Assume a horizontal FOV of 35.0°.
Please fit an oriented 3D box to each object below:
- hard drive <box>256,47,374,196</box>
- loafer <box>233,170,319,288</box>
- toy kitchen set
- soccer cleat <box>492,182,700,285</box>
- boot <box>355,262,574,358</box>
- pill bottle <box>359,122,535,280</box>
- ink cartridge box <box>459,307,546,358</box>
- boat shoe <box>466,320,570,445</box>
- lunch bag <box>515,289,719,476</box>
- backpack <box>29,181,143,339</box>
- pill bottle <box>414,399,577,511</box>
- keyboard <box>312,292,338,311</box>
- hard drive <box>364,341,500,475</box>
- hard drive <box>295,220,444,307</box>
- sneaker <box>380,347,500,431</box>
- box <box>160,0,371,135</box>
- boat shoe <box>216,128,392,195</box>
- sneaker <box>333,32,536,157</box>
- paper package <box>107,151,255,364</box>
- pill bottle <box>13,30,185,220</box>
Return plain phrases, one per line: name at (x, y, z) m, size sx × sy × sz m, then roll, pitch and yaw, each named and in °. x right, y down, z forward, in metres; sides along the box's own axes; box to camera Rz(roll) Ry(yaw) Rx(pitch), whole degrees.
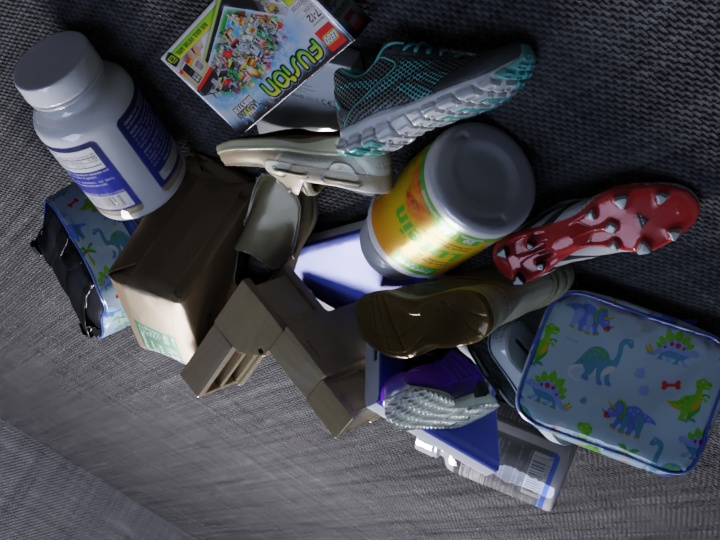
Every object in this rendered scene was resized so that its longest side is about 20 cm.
hard drive at (-0.050, -0.158, 1.146) m, size 0.132 × 0.027 × 0.200 m, roll 18°, pitch 151°, yaw 19°
loafer at (-0.101, -0.039, 1.311) m, size 0.076 × 0.067 × 0.200 m, roll 27°, pitch 135°, yaw 15°
toy kitchen set at (-0.060, 0.119, 1.333) m, size 0.200 × 0.163 × 0.180 m, roll 50°, pitch 127°, yaw 17°
soccer cleat at (0.217, -0.043, 1.064) m, size 0.200 × 0.085 × 0.069 m, roll -21°, pitch 107°, yaw 28°
boot at (0.104, 0.031, 1.178) m, size 0.200 × 0.155 × 0.072 m, roll -9°, pitch 100°, yaw 50°
pill bottle at (0.074, -0.056, 1.115) m, size 0.111 × 0.111 × 0.200 m, roll 33°, pitch 153°, yaw -11°
ink cartridge box at (0.160, 0.082, 1.345) m, size 0.200 × 0.041 × 0.200 m, roll 23°, pitch 154°, yaw -5°
boat shoe at (0.186, 0.121, 1.290) m, size 0.071 × 0.072 × 0.200 m, roll 5°, pitch 140°, yaw 46°
lunch bag at (0.273, 0.113, 1.183) m, size 0.200 × 0.161 × 0.082 m, roll 19°, pitch 175°, yaw 13°
backpack at (-0.323, -0.029, 1.460) m, size 0.183 × 0.147 × 0.200 m, roll 57°, pitch 159°, yaw 8°
pill bottle at (0.181, 0.232, 1.525) m, size 0.200 × 0.114 × 0.114 m, roll 21°, pitch 153°, yaw 14°
keyboard at (-0.003, 0.094, 1.426) m, size 0.200 × 0.040 × 0.104 m, roll 31°, pitch 165°, yaw 15°
hard drive at (0.083, 0.135, 1.291) m, size 0.025 × 0.132 × 0.200 m, roll -30°, pitch 132°, yaw 33°
hard drive at (0.000, 0.000, 1.364) m, size 0.132 × 0.025 × 0.200 m, roll 41°, pitch 151°, yaw -25°
sneaker at (0.069, 0.111, 1.208) m, size 0.070 × 0.100 × 0.200 m, roll -31°, pitch 157°, yaw 22°
box at (-0.090, -0.210, 1.036) m, size 0.110 × 0.035 × 0.200 m, roll 43°, pitch 141°, yaw -14°
boat shoe at (-0.057, -0.104, 1.122) m, size 0.200 × 0.072 × 0.065 m, roll 4°, pitch 105°, yaw 31°
sneaker at (0.052, -0.167, 0.983) m, size 0.200 × 0.091 × 0.078 m, roll -18°, pitch 174°, yaw 30°
paper package at (-0.198, -0.003, 1.376) m, size 0.103 × 0.191 × 0.200 m, roll 23°, pitch 154°, yaw 14°
pill bottle at (-0.289, -0.160, 1.262) m, size 0.120 × 0.120 × 0.200 m, roll 10°, pitch 148°, yaw 31°
